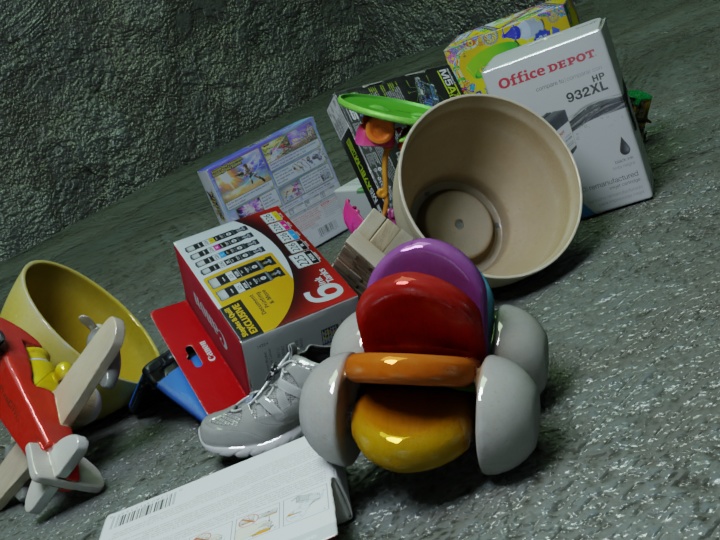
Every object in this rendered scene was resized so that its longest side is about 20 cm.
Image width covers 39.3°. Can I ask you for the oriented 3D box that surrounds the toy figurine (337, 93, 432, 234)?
[{"bbox_3d":[0.056,-0.100,1.205,0.197,0.187,0.150,8,17,-7],"label":"toy figurine"}]

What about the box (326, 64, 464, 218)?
[{"bbox_3d":[0.078,-0.171,1.374,0.191,0.202,0.048,-18,-17,-27],"label":"box"}]

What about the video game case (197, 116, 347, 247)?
[{"bbox_3d":[-0.124,-0.110,1.537,0.199,0.183,0.045,-30,17,-27],"label":"video game case"}]

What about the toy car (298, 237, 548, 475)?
[{"bbox_3d":[0.048,0.054,0.755,0.172,0.152,0.200,-1,21,16],"label":"toy car"}]

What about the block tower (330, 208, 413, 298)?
[{"bbox_3d":[0.000,0.000,1.074,0.058,0.054,0.200,-51,-1,-20],"label":"block tower"}]

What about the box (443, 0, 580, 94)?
[{"bbox_3d":[0.257,-0.287,1.545,0.190,0.202,0.122,-16,17,24],"label":"box"}]

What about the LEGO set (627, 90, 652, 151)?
[{"bbox_3d":[0.303,-0.170,1.334,0.152,0.117,0.200,12,29,10],"label":"LEGO set"}]

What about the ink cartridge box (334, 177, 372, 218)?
[{"bbox_3d":[0.085,-0.125,1.472,0.199,0.084,0.146,-32,17,-26],"label":"ink cartridge box"}]

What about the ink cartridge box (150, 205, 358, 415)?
[{"bbox_3d":[-0.118,0.037,1.056,0.174,0.085,0.200,-21,39,-20],"label":"ink cartridge box"}]

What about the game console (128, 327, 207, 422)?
[{"bbox_3d":[-0.137,0.114,1.123,0.199,0.119,0.171,-33,-13,-35],"label":"game console"}]

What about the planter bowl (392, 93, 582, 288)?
[{"bbox_3d":[0.120,-0.066,1.080,0.199,0.202,0.135,-28,-11,-20],"label":"planter bowl"}]

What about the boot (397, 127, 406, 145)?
[{"bbox_3d":[0.133,-0.169,1.273,0.171,0.203,0.069,-1,15,-9],"label":"boot"}]

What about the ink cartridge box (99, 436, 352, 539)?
[{"bbox_3d":[-0.102,0.200,0.737,0.198,0.044,0.174,-22,16,1],"label":"ink cartridge box"}]

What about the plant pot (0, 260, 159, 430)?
[{"bbox_3d":[-0.354,0.109,1.180,0.142,0.200,0.200,-47,12,10],"label":"plant pot"}]

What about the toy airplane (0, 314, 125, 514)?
[{"bbox_3d":[-0.310,0.145,1.019,0.197,0.202,0.141,-3,-5,29],"label":"toy airplane"}]

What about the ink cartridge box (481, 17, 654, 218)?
[{"bbox_3d":[0.242,-0.168,1.169,0.143,0.202,0.084,-16,16,22],"label":"ink cartridge box"}]

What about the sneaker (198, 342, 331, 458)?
[{"bbox_3d":[-0.060,0.105,0.918,0.198,0.083,0.075,-22,15,4],"label":"sneaker"}]

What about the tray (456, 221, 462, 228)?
[{"bbox_3d":[0.115,-0.043,1.275,0.106,0.022,0.200,-14,18,27],"label":"tray"}]
